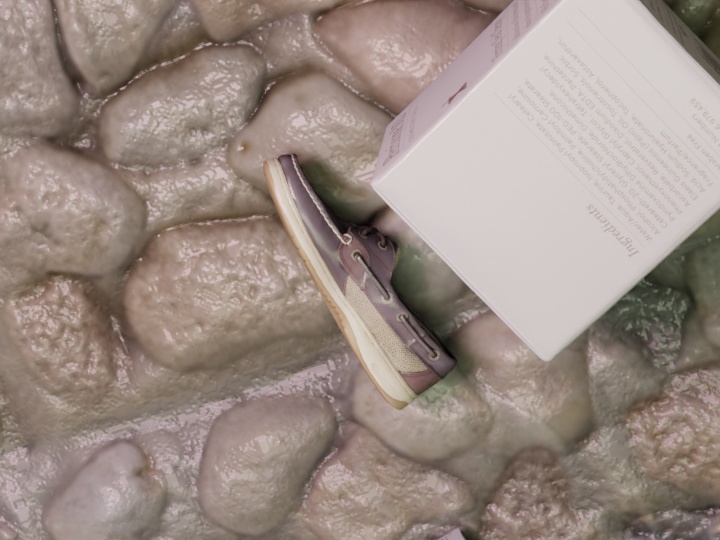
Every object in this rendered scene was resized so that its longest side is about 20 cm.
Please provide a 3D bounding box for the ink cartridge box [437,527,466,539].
[{"bbox_3d":[0.042,0.326,1.391,0.199,0.041,0.201,-32,103,0],"label":"ink cartridge box"}]

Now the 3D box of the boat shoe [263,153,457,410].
[{"bbox_3d":[0.000,0.000,1.308,0.064,0.072,0.201,-30,100,1],"label":"boat shoe"}]

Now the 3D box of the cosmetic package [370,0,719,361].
[{"bbox_3d":[0.136,-0.085,1.212,0.166,0.168,0.200,44,105,-9],"label":"cosmetic package"}]
